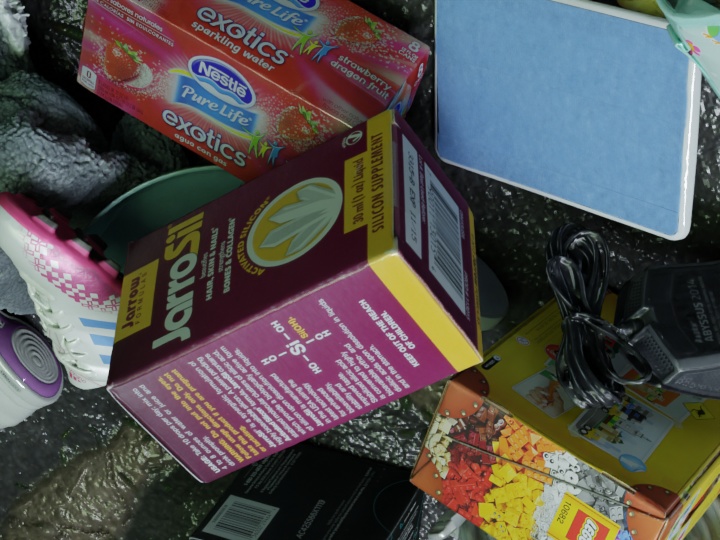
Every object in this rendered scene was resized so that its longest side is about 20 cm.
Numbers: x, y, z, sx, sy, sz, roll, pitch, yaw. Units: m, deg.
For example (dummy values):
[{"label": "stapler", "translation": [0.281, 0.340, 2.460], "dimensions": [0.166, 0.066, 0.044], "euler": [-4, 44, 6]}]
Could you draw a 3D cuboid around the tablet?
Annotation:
[{"label": "tablet", "translation": [0.119, -0.104, 1.015], "dimensions": [0.199, 0.014, 0.132], "euler": [22, 124, 40]}]

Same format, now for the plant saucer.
[{"label": "plant saucer", "translation": [-0.107, 0.002, 1.145], "dimensions": [0.197, 0.036, 0.202], "euler": [-9, 131, -11]}]

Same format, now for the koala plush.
[{"label": "koala plush", "translation": [-0.250, -0.100, 1.140], "dimensions": [0.177, 0.183, 0.201], "euler": [-37, 71, 16]}]

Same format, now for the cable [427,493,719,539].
[{"label": "cable", "translation": [0.158, 0.181, 1.067], "dimensions": [0.198, 0.200, 0.070], "euler": [24, 126, 19]}]

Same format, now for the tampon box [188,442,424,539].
[{"label": "tampon box", "translation": [-0.042, 0.251, 1.211], "dimensions": [0.125, 0.150, 0.202], "euler": [14, 118, 16]}]

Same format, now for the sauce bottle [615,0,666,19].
[{"label": "sauce bottle", "translation": [0.184, -0.154, 0.979], "dimensions": [0.066, 0.066, 0.201], "euler": [38, 126, 2]}]

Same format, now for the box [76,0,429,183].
[{"label": "box", "translation": [-0.070, -0.131, 1.065], "dimensions": [0.199, 0.100, 0.096], "euler": [31, 140, 7]}]

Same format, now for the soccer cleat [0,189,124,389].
[{"label": "soccer cleat", "translation": [-0.174, 0.028, 1.065], "dimensions": [0.086, 0.070, 0.200], "euler": [-48, 132, 2]}]

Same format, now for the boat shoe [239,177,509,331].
[{"label": "boat shoe", "translation": [0.000, 0.000, 1.107], "dimensions": [0.198, 0.074, 0.066], "euler": [24, 130, -12]}]

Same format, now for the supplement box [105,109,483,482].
[{"label": "supplement box", "translation": [-0.037, 0.016, 0.989], "dimensions": [0.198, 0.132, 0.103], "euler": [-26, 128, 21]}]

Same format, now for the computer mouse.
[{"label": "computer mouse", "translation": [0.209, 0.033, 1.004], "dimensions": [0.197, 0.140, 0.053], "euler": [-2, 138, 0]}]

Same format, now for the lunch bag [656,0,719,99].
[{"label": "lunch bag", "translation": [0.274, -0.134, 0.885], "dimensions": [0.198, 0.123, 0.170], "euler": [-20, 142, 27]}]

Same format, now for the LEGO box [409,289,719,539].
[{"label": "LEGO box", "translation": [0.146, 0.098, 1.021], "dimensions": [0.148, 0.199, 0.078], "euler": [32, 121, 19]}]

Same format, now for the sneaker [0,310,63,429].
[{"label": "sneaker", "translation": [-0.318, 0.041, 1.274], "dimensions": [0.099, 0.075, 0.201], "euler": [-35, 97, 30]}]
